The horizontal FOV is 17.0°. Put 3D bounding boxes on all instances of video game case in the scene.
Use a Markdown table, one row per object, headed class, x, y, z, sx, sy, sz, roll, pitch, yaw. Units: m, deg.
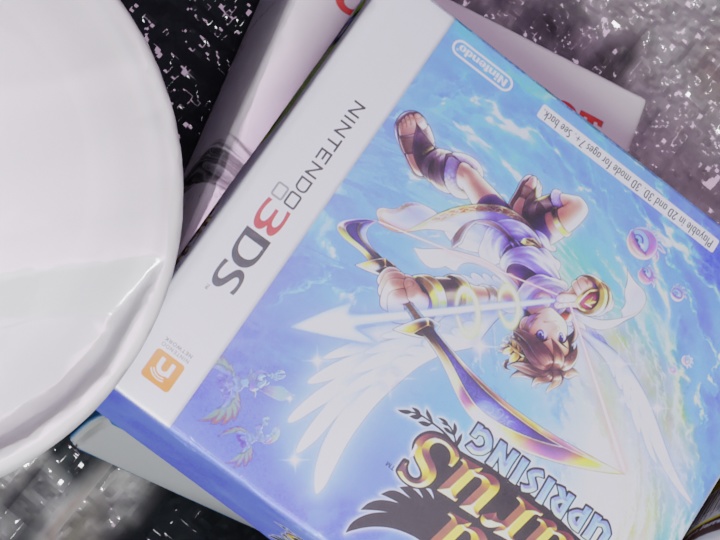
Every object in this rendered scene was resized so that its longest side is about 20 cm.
| class | x | y | z | sx | sy | sz | roll | pitch | yaw |
| --- | --- | --- | --- | --- | --- | --- | --- | --- | --- |
| video game case | 0.035 | 0.028 | 0.838 | 0.200 | 0.045 | 0.182 | 37 | 72 | -6 |

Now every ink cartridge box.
| class | x | y | z | sx | sy | sz | roll | pitch | yaw |
| --- | --- | --- | --- | --- | --- | --- | --- | --- | --- |
| ink cartridge box | 0.000 | 0.000 | 0.903 | 0.146 | 0.086 | 0.201 | 25 | 75 | -10 |

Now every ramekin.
| class | x | y | z | sx | sy | sz | roll | pitch | yaw |
| --- | --- | --- | --- | --- | --- | --- | --- | --- | --- |
| ramekin | -0.163 | -0.020 | 0.778 | 0.201 | 0.094 | 0.204 | 4 | 77 | -17 |

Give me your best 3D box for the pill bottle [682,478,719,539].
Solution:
| class | x | y | z | sx | sy | sz | roll | pitch | yaw |
| --- | --- | --- | --- | --- | --- | --- | --- | --- | --- |
| pill bottle | 0.189 | 0.091 | 0.896 | 0.109 | 0.109 | 0.200 | 46 | 42 | -3 |
